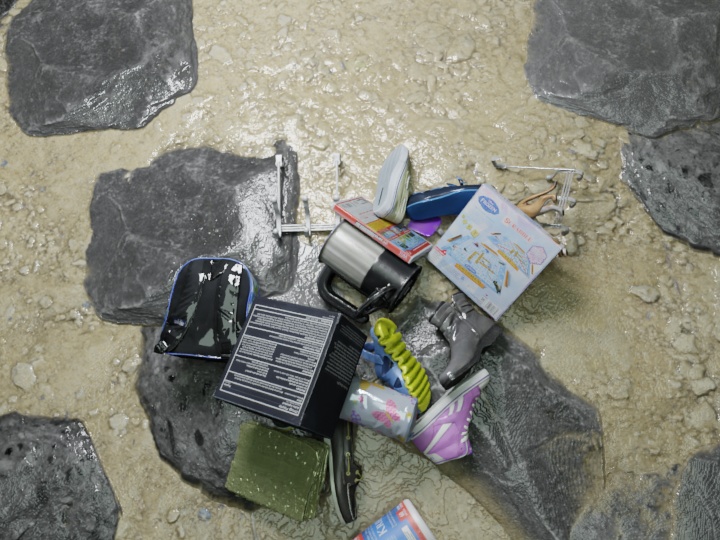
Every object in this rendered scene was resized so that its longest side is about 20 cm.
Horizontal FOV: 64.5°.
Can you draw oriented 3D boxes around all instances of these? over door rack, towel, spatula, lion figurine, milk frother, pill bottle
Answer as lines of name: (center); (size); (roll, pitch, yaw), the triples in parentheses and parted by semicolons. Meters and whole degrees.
over door rack: (-0.118, -0.173, 1.254); (0.147, 0.067, 0.201); (-1, 73, 1)
over door rack: (0.366, -0.160, 1.243); (0.199, 0.067, 0.148); (14, 74, 21)
towel: (-0.158, 0.379, 1.088); (0.199, 0.036, 0.149); (10, 79, 22)
spatula: (0.197, -0.067, 1.239); (0.200, 0.021, 0.057); (33, 73, 11)
lion figurine: (0.352, -0.077, 1.171); (0.122, 0.072, 0.201); (-1, 97, 34)
milk frother: (0.000, 0.000, 1.134); (0.188, 0.200, 0.181); (35, 78, 12)
pill bottle: (0.038, 0.516, 1.021); (0.200, 0.112, 0.112); (-34, 75, -9)

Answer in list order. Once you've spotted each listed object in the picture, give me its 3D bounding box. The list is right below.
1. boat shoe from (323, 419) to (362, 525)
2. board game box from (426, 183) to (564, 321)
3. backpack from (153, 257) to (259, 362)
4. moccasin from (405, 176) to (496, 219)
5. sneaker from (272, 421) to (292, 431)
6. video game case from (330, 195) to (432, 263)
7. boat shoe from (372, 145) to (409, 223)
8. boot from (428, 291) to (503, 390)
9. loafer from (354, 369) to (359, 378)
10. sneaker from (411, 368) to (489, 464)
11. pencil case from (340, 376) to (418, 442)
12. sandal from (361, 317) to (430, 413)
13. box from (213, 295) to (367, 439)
boat shoe: (-0.028, 0.375, 1.088); (0.060, 0.072, 0.202); (-12, 70, 3)
board game box: (0.268, -0.037, 1.158); (0.200, 0.041, 0.200); (44, 117, 14)
backpack: (-0.292, 0.082, 1.149); (0.182, 0.147, 0.201); (5, 77, 5)
moccasin: (0.193, -0.163, 1.224); (0.199, 0.081, 0.068); (-3, 45, 14)
sneaker: (-0.141, 0.215, 1.135); (0.074, 0.085, 0.201); (1, 73, 2)
video game case: (0.048, -0.090, 1.199); (0.200, 0.143, 0.017); (36, 114, 13)
boat shoe: (0.077, -0.188, 1.257); (0.062, 0.072, 0.200); (34, 56, -27)
boot: (0.183, 0.138, 1.140); (0.132, 0.070, 0.200); (40, 50, 14)
loafer: (-0.054, 0.174, 1.155); (0.072, 0.063, 0.200); (-34, 89, 19)
sneaker: (0.198, 0.290, 1.110); (0.200, 0.073, 0.114); (-43, 79, 1)
pencil case: (0.009, 0.255, 1.074); (0.199, 0.083, 0.091); (15, 94, 12)
sandal: (0.068, 0.197, 1.146); (0.087, 0.079, 0.200); (-35, 80, 30)
box: (-0.123, 0.171, 1.024); (0.200, 0.123, 0.199); (9, 68, 32)
